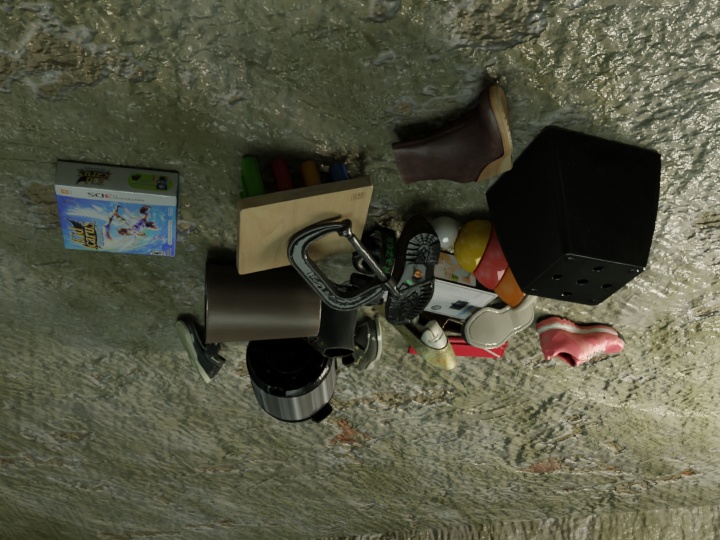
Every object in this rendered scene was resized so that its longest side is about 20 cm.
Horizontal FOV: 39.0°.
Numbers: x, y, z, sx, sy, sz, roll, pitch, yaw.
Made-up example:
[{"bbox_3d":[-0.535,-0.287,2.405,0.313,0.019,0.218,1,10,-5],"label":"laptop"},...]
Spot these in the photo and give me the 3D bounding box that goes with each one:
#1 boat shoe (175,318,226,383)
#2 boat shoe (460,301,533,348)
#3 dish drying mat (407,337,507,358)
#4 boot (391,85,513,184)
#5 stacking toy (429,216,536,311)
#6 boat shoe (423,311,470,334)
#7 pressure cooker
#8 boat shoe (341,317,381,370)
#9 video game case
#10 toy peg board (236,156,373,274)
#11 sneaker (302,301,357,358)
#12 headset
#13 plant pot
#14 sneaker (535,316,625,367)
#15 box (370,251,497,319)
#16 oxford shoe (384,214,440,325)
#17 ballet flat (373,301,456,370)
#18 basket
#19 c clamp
[{"bbox_3d":[-0.318,0.148,2.033,0.067,0.072,0.201,-34,148,-13],"label":"boat shoe"},{"bbox_3d":[0.238,0.095,1.844,0.060,0.075,0.198,-12,-172,45],"label":"boat shoe"},{"bbox_3d":[0.199,0.159,2.085,0.195,0.019,0.077,2,154,-4],"label":"dish drying mat"},{"bbox_3d":[0.123,-0.173,1.382,0.163,0.074,0.201,-6,156,7],"label":"boot"},{"bbox_3d":[0.200,-0.035,1.626,0.197,0.148,0.147,22,149,-7],"label":"stacking toy"},{"bbox_3d":[0.138,0.088,1.888,0.195,0.074,0.073,-1,153,1],"label":"boat shoe"},{"bbox_3d":[-0.134,0.197,1.986,0.175,0.179,0.201,2,150,3],"label":"pressure cooker"},{"bbox_3d":[0.003,0.148,2.006,0.059,0.074,0.202,-1,157,-9],"label":"boat shoe"},{"bbox_3d":[-0.373,-0.090,1.574,0.177,0.046,0.201,6,152,-9],"label":"video game case"},{"bbox_3d":[-0.097,-0.099,1.531,0.195,0.099,0.201,-12,156,-13],"label":"toy peg board"},{"bbox_3d":[-0.104,0.104,1.880,0.195,0.108,0.075,-2,153,3],"label":"sneaker"},{"bbox_3d":[0.000,0.000,1.671,0.092,0.126,0.200,14,158,-14],"label":"headset"},{"bbox_3d":[0.316,-0.062,1.486,0.196,0.181,0.200,9,152,-19],"label":"plant pot"},{"bbox_3d":[0.432,0.153,2.001,0.196,0.088,0.074,10,153,-19],"label":"sneaker"},{"bbox_3d":[0.127,0.019,1.769,0.197,0.061,0.116,14,149,-26],"label":"box"},{"bbox_3d":[0.082,0.000,1.639,0.071,0.085,0.203,6,125,-16],"label":"oxford shoe"},{"bbox_3d":[0.102,0.097,1.823,0.200,0.071,0.071,44,150,7],"label":"ballet flat"},{"bbox_3d":[-0.172,0.057,1.768,0.196,0.139,0.180,0,166,-9],"label":"basket"},{"bbox_3d":[-0.008,-0.011,1.545,0.169,0.027,0.200,-30,125,24],"label":"c clamp"}]
